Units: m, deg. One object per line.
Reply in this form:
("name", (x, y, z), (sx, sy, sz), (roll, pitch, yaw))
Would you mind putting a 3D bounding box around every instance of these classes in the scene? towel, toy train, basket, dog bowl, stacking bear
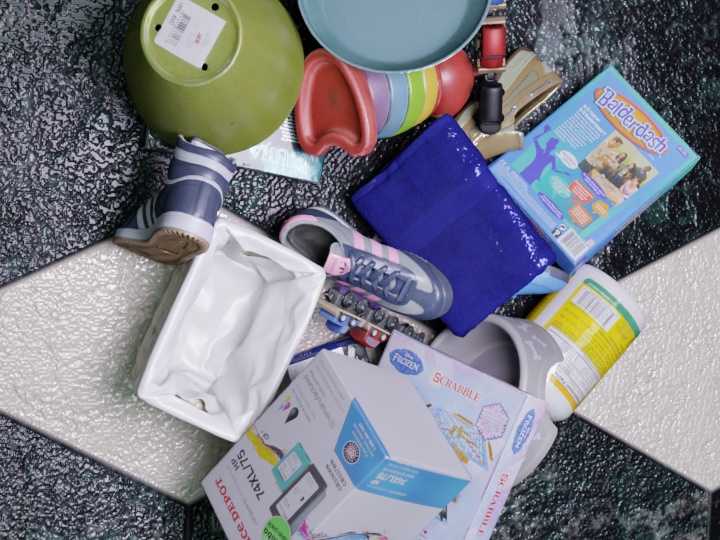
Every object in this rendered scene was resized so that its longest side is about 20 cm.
("towel", (0.101, -0.047, 1.445), (0.147, 0.049, 0.201), (-40, 81, 20))
("toy train", (0.010, 0.060, 1.449), (0.046, 0.034, 0.200), (-60, 146, -1))
("basket", (-0.145, 0.058, 1.401), (0.135, 0.123, 0.201), (26, 85, -18))
("dog bowl", (0.129, 0.137, 1.455), (0.058, 0.199, 0.201), (27, 85, -37))
("toy train", (0.136, -0.240, 1.412), (0.034, 0.046, 0.202), (-1, 112, 2))
("stacking bear", (0.040, -0.195, 1.441), (0.199, 0.121, 0.115), (-17, 104, -37))

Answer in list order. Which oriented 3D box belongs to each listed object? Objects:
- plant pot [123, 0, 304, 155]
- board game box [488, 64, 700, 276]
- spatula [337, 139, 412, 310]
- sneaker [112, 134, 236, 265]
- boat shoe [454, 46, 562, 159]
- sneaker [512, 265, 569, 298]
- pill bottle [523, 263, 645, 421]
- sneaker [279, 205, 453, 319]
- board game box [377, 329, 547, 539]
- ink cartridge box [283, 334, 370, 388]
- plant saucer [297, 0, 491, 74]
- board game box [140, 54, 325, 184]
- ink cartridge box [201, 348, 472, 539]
("plant pot", (-0.151, -0.210, 1.293), (0.185, 0.200, 0.189), (0, 91, 0))
("board game box", (0.262, -0.116, 1.536), (0.200, 0.045, 0.152), (-39, 78, -11))
("spatula", (0.025, -0.050, 1.504), (0.056, 0.021, 0.202), (20, 87, -17))
("sneaker", (-0.184, -0.070, 1.346), (0.070, 0.200, 0.109), (22, 76, -24))
("boat shoe", (0.151, -0.158, 1.500), (0.076, 0.072, 0.200), (38, 81, 12))
("sneaker", (0.133, 0.016, 1.509), (0.198, 0.066, 0.079), (7, 87, -5))
("pill bottle", (0.222, 0.099, 1.533), (0.113, 0.113, 0.200), (46, 79, -16))
("sneaker", (0.000, 0.000, 1.422), (0.199, 0.082, 0.071), (26, 109, 16))
("board game box", (0.072, 0.188, 1.397), (0.041, 0.199, 0.201), (24, 91, -47))
("ink cartridge box", (-0.017, 0.181, 1.495), (0.093, 0.044, 0.202), (-18, 100, -15))
("plant saucer", (0.035, -0.284, 1.362), (0.198, 0.036, 0.202), (-1, 73, 3))
("board game box", (-0.126, -0.176, 1.439), (0.198, 0.028, 0.137), (11, 91, -20))
("ink cartridge box", (-0.026, 0.211, 1.344), (0.200, 0.147, 0.146), (-48, 141, 17))
